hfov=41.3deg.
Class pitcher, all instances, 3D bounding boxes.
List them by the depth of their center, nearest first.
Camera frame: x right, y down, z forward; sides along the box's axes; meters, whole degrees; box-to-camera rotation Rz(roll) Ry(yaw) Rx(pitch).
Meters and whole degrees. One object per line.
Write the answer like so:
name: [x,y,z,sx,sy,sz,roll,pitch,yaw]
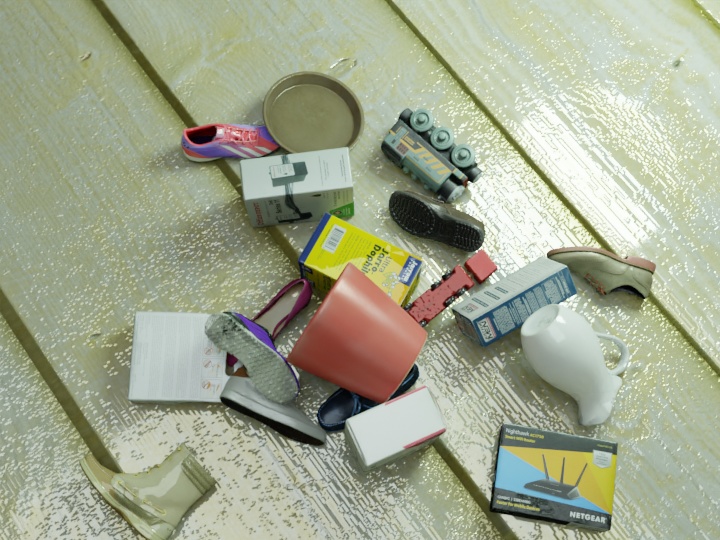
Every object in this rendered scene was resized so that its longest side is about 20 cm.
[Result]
pitcher: [0.378,0.140,1.652,0.200,0.121,0.172,50,59,-16]

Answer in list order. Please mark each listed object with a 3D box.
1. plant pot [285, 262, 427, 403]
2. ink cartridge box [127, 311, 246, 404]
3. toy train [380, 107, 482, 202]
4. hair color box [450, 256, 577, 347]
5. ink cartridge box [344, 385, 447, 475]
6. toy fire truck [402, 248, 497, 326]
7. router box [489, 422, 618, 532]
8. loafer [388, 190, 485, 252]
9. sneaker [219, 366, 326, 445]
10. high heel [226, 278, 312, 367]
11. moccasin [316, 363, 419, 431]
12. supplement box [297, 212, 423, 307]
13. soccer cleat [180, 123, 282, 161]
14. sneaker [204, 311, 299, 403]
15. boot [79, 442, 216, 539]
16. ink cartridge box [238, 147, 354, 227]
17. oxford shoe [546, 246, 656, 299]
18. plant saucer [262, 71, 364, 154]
plant pot: [0.001,0.115,1.577,0.177,0.200,0.201,34,74,-1]
ink cartridge box: [-0.305,0.155,1.695,0.199,0.050,0.163,3,76,-3]
toy train: [0.134,-0.219,1.815,0.200,0.085,0.114,42,89,11]
hair color box: [0.272,0.054,1.700,0.200,0.100,0.061,-28,107,-9]
ink cartridge box: [0.054,0.266,1.579,0.146,0.200,0.083,-23,76,-8]
toy fire truck: [0.155,0.038,1.706,0.200,0.141,0.049,-40,82,3]
router box: [0.328,0.352,1.625,0.199,0.051,0.150,9,69,3]
loafer: [0.145,-0.093,1.782,0.200,0.071,0.073,28,118,16]
sneaker: [-0.136,0.229,1.645,0.200,0.073,0.085,30,61,-10]
high heel: [-0.163,0.092,1.693,0.200,0.096,0.067,-37,75,-12]
moccasin: [0.010,0.207,1.667,0.200,0.068,0.081,-33,74,-11]
supplement box: [0.000,0.000,1.718,0.200,0.109,0.110,26,72,9]
soccer cleat: [-0.243,-0.252,1.824,0.199,0.073,0.068,-6,70,-3]
sneaker: [-0.167,0.139,1.630,0.200,0.099,0.070,44,106,11]
boot: [-0.360,0.344,1.617,0.200,0.073,0.155,40,76,11]
ink cartridge box: [-0.115,-0.150,1.752,0.199,0.147,0.083,-7,72,-1]
oxford shoe: [0.436,0.004,1.740,0.199,0.070,0.075,10,76,5]
plant saucer: [-0.091,-0.294,1.844,0.199,0.029,0.201,5,66,-12]
